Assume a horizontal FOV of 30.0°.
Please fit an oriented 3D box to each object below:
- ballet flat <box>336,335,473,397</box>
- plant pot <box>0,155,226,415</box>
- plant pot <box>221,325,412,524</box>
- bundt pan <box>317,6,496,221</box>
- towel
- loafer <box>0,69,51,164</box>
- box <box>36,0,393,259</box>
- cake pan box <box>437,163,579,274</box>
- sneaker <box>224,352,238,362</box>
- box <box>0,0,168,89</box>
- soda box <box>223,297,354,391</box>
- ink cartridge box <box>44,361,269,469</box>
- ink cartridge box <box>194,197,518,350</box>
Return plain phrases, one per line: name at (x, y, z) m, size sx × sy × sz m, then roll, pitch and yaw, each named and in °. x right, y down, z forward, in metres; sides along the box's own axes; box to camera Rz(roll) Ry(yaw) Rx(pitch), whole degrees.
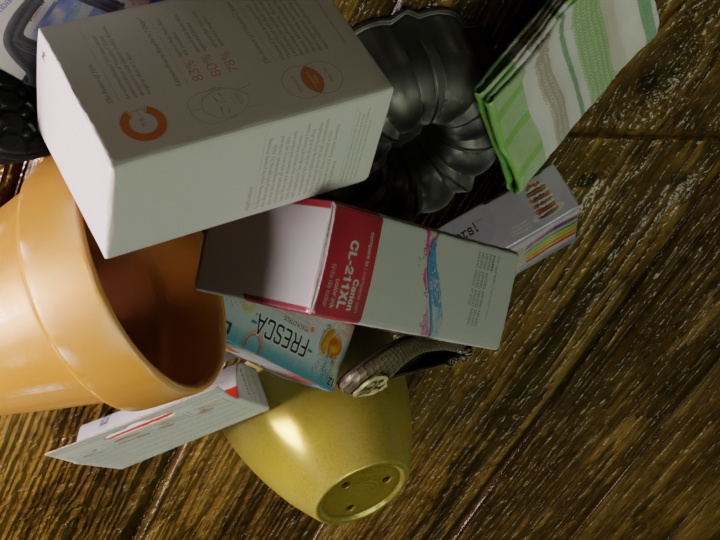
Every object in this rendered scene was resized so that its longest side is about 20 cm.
ballet flat at (0.051, 0.087, 1.296) m, size 0.067 × 0.046 × 0.200 m, roll -35°, pitch 170°, yaw 37°
plant pot at (-0.228, 0.023, 1.000) m, size 0.183 × 0.200 × 0.200 m, roll -20°, pitch 148°, yaw 17°
plant pot at (-0.027, 0.167, 1.346) m, size 0.200 × 0.142 × 0.200 m, roll -18°, pitch 143°, yaw -15°
bundt pan at (0.038, -0.113, 1.100) m, size 0.202 × 0.076 × 0.202 m, roll -19°, pitch 143°, yaw -15°
towel at (0.175, -0.170, 1.098) m, size 0.200 × 0.031 × 0.149 m, roll -51°, pitch 147°, yaw -12°
loafer at (-0.288, -0.102, 0.903) m, size 0.200 × 0.068 × 0.070 m, roll -4°, pitch 175°, yaw -42°
box at (-0.100, -0.108, 0.897) m, size 0.200 × 0.124 × 0.098 m, roll -18°, pitch 150°, yaw -25°
cake pan box at (0.104, -0.013, 1.236) m, size 0.200 × 0.052 × 0.184 m, roll -30°, pitch 167°, yaw 1°
sneaker at (-0.165, 0.076, 1.184) m, size 0.200 × 0.087 × 0.075 m, roll -1°, pitch 134°, yaw -37°
box at (-0.197, -0.178, 0.884) m, size 0.119 × 0.042 × 0.200 m, roll -41°, pitch 146°, yaw 16°
soda box at (-0.088, 0.045, 1.174) m, size 0.200 × 0.064 × 0.068 m, roll 33°, pitch 73°, yaw -53°
ink cartridge box at (-0.180, 0.125, 1.196) m, size 0.160 × 0.047 × 0.200 m, roll -22°, pitch 166°, yaw 4°
ink cartridge box at (0.000, 0.000, 1.026) m, size 0.200 × 0.146 × 0.083 m, roll 13°, pitch 87°, yaw -42°
